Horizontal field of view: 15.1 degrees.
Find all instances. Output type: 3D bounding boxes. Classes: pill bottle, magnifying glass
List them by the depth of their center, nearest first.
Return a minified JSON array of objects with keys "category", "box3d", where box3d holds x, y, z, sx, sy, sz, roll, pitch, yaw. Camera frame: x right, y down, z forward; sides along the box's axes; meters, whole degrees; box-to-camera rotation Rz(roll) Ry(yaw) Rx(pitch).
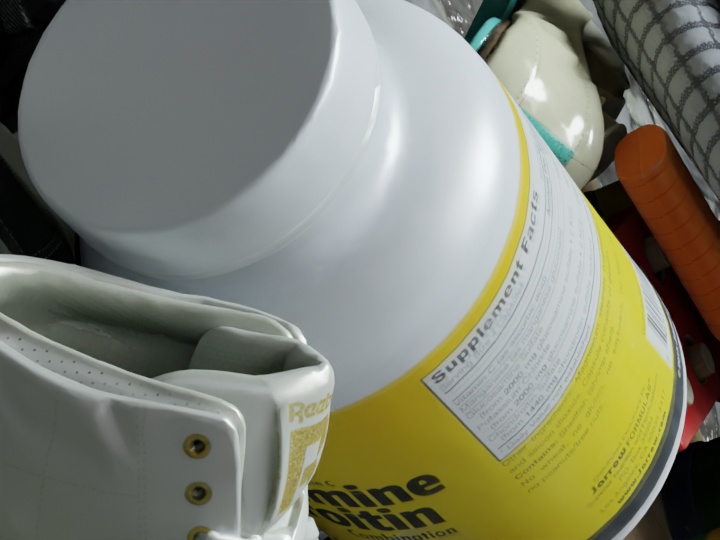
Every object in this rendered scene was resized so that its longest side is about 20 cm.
[{"category":"pill bottle","box3d":[0.000,0.000,0.673,0.200,0.112,0.112,46,32,-53]},{"category":"magnifying glass","box3d":[0.136,0.029,0.907,0.200,0.022,0.080,53,25,-33]}]

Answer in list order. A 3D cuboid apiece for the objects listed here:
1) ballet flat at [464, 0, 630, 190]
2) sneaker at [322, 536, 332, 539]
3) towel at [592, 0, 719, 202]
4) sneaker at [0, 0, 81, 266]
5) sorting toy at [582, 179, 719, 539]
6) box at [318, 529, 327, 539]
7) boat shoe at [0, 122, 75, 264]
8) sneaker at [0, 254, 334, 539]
[{"category":"ballet flat","box3d":[0.061,-0.060,0.935,0.200,0.069,0.069,-65,132,-75]},{"category":"sneaker","box3d":[0.051,0.111,0.739,0.200,0.070,0.090,33,-19,36]},{"category":"towel","box3d":[0.168,-0.029,0.913,0.200,0.086,0.166,49,10,-42]},{"category":"sneaker","box3d":[-0.081,-0.066,0.718,0.200,0.073,0.112,58,27,-26]},{"category":"sorting toy","box3d":[0.104,0.056,0.930,0.200,0.070,0.199,67,21,-5]},{"category":"box","box3d":[0.063,0.128,0.918,0.200,0.041,0.156,64,23,-17]},{"category":"boat shoe","box3d":[-0.124,-0.022,0.591,0.200,0.072,0.068,47,32,-48]},{"category":"sneaker","box3d":[-0.019,0.076,0.564,0.200,0.116,0.074,30,26,4]}]
